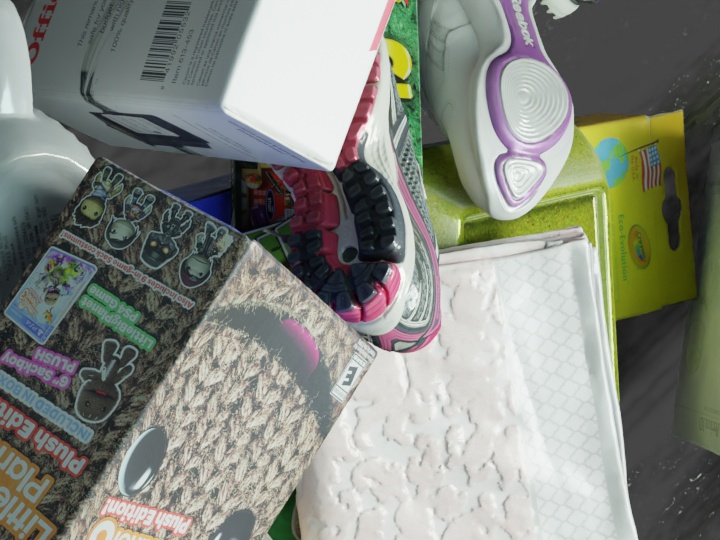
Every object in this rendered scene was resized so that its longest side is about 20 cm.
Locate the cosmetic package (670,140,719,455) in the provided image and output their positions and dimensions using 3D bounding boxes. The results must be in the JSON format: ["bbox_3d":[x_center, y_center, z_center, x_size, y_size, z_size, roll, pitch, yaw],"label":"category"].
[{"bbox_3d":[0.276,0.021,1.682,0.123,0.199,0.200,7,90,-2],"label":"cosmetic package"}]

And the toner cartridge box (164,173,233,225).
[{"bbox_3d":[-0.082,0.001,1.474,0.200,0.043,0.095,-18,106,-58],"label":"toner cartridge box"}]

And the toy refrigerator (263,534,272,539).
[{"bbox_3d":[-0.072,0.240,1.487,0.076,0.070,0.200,-18,126,-21],"label":"toy refrigerator"}]

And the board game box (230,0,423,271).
[{"bbox_3d":[-0.019,-0.086,1.468,0.105,0.023,0.200,3,68,-12],"label":"board game box"}]

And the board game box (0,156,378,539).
[{"bbox_3d":[-0.107,0.076,1.274,0.200,0.097,0.159,-58,150,-6],"label":"board game box"}]

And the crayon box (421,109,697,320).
[{"bbox_3d":[0.116,-0.025,1.663,0.200,0.051,0.127,-11,101,-35],"label":"crayon box"}]

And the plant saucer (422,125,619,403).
[{"bbox_3d":[0.086,0.024,1.561,0.200,0.048,0.200,-13,103,-46],"label":"plant saucer"}]

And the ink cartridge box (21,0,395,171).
[{"bbox_3d":[-0.080,-0.138,1.408,0.084,0.200,0.145,28,78,-39],"label":"ink cartridge box"}]

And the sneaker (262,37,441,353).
[{"bbox_3d":[-0.005,-0.045,1.406,0.075,0.081,0.200,43,32,-47],"label":"sneaker"}]

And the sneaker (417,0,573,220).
[{"bbox_3d":[0.064,-0.107,1.540,0.075,0.100,0.200,19,51,-35],"label":"sneaker"}]

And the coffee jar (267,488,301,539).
[{"bbox_3d":[-0.033,0.134,1.544,0.200,0.085,0.104,41,70,-33],"label":"coffee jar"}]

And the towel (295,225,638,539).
[{"bbox_3d":[0.052,0.088,1.485,0.191,0.032,0.200,-12,100,-14],"label":"towel"}]

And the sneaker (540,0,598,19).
[{"bbox_3d":[0.125,-0.234,1.589,0.200,0.099,0.070,51,35,-48],"label":"sneaker"}]

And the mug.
[{"bbox_3d":[-0.202,-0.046,1.338,0.148,0.175,0.200,-2,96,-37],"label":"mug"}]
